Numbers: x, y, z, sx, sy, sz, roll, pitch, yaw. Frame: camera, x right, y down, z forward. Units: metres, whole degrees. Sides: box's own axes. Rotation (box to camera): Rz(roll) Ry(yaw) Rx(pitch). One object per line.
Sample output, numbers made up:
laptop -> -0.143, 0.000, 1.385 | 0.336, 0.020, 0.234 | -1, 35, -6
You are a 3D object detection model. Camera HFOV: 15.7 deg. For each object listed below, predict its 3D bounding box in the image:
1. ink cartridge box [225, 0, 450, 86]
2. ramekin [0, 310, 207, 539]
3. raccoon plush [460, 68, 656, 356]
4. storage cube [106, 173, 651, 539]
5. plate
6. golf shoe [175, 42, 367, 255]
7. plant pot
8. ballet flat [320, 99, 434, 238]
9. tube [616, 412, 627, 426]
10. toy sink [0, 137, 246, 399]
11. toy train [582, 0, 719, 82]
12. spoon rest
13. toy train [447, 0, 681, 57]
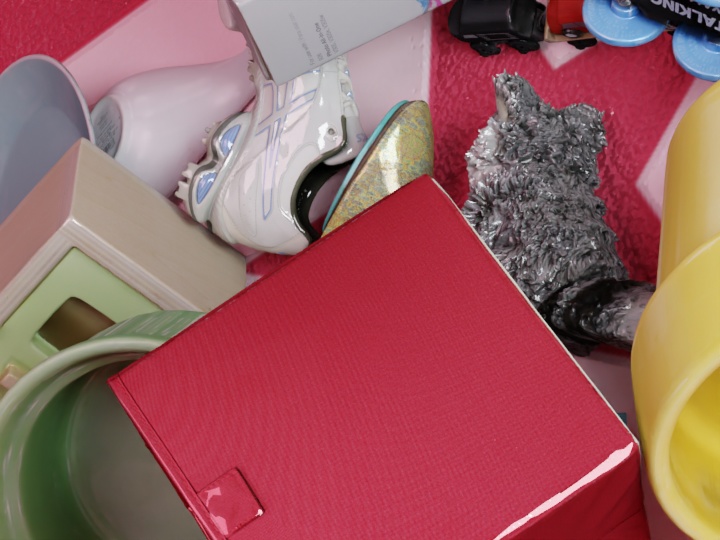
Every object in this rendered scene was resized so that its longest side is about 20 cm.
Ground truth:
ink cartridge box -> 0.003, -0.216, 1.472 | 0.199, 0.088, 0.146 | -27, 55, 1
ramekin -> -0.105, 0.119, 1.444 | 0.199, 0.098, 0.201 | 4, 107, 14
raccoon plush -> 0.123, -0.027, 1.351 | 0.200, 0.097, 0.134 | 13, 80, 44
storage cube -> 0.015, 0.096, 1.221 | 0.179, 0.171, 0.200 | -33, 63, -6
plate -> -0.206, -0.038, 1.672 | 0.200, 0.025, 0.201 | -5, 84, 56
golf shoe -> -0.025, -0.103, 1.540 | 0.097, 0.078, 0.201 | 24, 95, 23
plant pot -> 0.217, 0.006, 1.193 | 0.201, 0.201, 0.189 | -35, 40, 29
ballet flat -> 0.000, 0.000, 1.478 | 0.200, 0.071, 0.071 | -57, 47, 11
tube -> 0.038, 0.116, 1.325 | 0.199, 0.050, 0.078 | -4, 85, 13
toy sink -> -0.179, 0.048, 1.547 | 0.200, 0.130, 0.112 | -44, 22, 21
toy train -> 0.195, -0.153, 1.301 | 0.199, 0.087, 0.114 | 25, 62, 21
spoon rest -> -0.113, -0.104, 1.625 | 0.200, 0.060, 0.100 | -43, 49, 41
toy train -> 0.127, -0.142, 1.415 | 0.199, 0.046, 0.034 | -1, 75, 42
